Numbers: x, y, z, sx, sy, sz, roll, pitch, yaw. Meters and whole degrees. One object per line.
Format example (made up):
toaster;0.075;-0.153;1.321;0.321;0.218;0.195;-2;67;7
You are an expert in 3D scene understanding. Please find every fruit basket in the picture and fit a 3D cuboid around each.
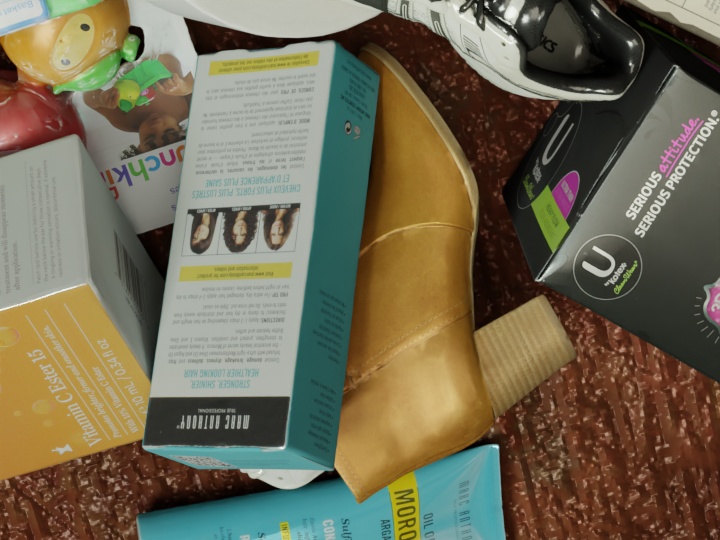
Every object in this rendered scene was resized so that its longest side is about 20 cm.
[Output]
fruit basket;-0.172;-0.091;1.051;0.185;0.094;0.201;-17;111;1

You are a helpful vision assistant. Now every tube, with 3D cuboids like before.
tube;-0.020;0.143;1.160;0.199;0.050;0.078;-8;115;-7

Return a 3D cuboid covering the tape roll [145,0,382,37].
tape roll;-0.042;-0.210;0.994;0.202;0.071;0.203;-8;105;-31

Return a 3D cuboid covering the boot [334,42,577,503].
boot;0.000;0.001;1.066;0.144;0.071;0.202;-29;78;-2

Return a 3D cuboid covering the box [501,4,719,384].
box;0.190;-0.020;1.069;0.200;0.149;0.125;30;104;-13

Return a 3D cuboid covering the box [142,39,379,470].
box;-0.046;-0.006;1.033;0.082;0.049;0.201;-2;73;31

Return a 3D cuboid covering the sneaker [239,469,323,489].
sneaker;-0.058;0.077;1.122;0.199;0.070;0.081;-2;110;-4

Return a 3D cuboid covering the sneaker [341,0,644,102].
sneaker;0.050;-0.137;0.976;0.200;0.088;0.076;23;91;-33

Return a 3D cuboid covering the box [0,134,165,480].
box;-0.204;0.034;1.047;0.199;0.098;0.125;-17;140;8

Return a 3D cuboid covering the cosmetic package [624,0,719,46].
cosmetic package;0.193;-0.162;1.066;0.199;0.073;0.104;24;103;-11
